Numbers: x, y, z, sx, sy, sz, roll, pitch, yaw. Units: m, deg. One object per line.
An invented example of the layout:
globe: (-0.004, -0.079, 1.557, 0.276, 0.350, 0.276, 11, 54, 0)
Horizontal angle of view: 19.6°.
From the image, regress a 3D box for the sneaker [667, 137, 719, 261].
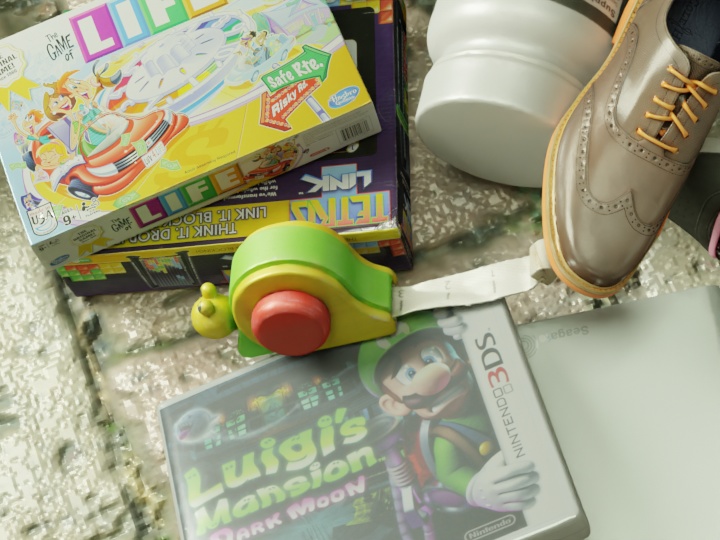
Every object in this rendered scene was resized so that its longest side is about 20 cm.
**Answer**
sneaker: (0.220, 0.002, 1.073, 0.200, 0.071, 0.099, 27, 50, 18)

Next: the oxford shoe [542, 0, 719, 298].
oxford shoe: (0.148, -0.082, 1.064, 0.071, 0.073, 0.200, 24, 71, -11)

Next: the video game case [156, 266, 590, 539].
video game case: (0.000, 0.100, 1.068, 0.200, 0.023, 0.182, -23, 44, 6)

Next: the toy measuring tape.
toy measuring tape: (0.000, 0.000, 1.094, 0.200, 0.074, 0.074, -13, 62, 16)

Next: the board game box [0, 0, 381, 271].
board game box: (-0.105, -0.098, 1.157, 0.200, 0.034, 0.135, -23, 62, -1)

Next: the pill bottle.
pill bottle: (0.103, -0.154, 1.163, 0.114, 0.114, 0.200, 11, 67, 16)

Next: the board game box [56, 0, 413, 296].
board game box: (-0.072, -0.076, 1.191, 0.199, 0.057, 0.166, -4, 65, 9)

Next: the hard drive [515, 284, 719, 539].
hard drive: (0.143, 0.113, 1.072, 0.132, 0.026, 0.200, -12, 63, 5)
